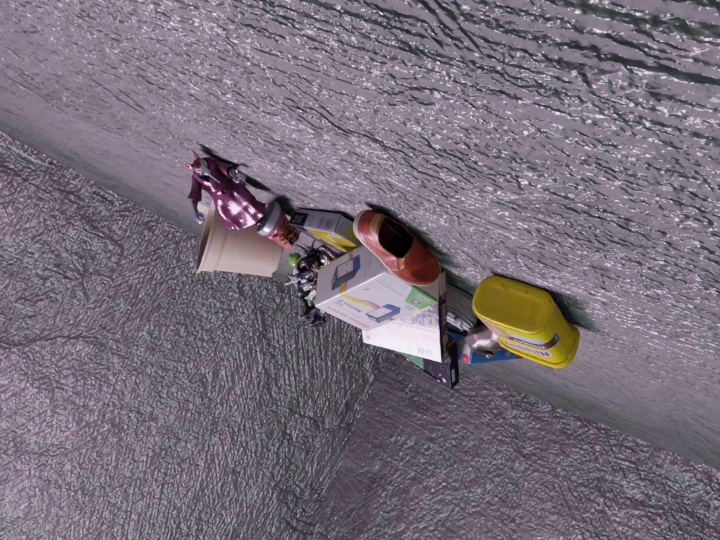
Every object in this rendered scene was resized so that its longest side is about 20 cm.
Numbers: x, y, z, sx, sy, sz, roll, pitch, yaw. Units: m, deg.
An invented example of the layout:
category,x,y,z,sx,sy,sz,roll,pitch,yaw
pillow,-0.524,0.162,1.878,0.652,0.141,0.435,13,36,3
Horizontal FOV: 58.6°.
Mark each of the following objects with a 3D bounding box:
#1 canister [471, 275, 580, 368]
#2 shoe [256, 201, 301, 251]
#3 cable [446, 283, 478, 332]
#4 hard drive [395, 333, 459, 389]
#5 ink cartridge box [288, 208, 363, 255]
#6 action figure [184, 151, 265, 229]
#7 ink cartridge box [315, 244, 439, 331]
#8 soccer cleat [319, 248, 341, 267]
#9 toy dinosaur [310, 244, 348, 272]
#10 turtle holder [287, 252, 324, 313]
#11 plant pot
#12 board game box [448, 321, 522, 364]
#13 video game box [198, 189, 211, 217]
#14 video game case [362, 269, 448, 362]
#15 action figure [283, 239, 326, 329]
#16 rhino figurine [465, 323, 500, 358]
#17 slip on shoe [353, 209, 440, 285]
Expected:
category,x,y,z,sx,sy,sz,roll,pitch,yaw
canister,0.287,0.090,1.111,0.146,0.088,0.199,19,169,35
shoe,-0.165,-0.090,1.346,0.090,0.072,0.200,34,180,-13
cable,0.168,0.070,1.422,0.196,0.071,0.199,22,172,31
hard drive,0.144,0.170,1.485,0.198,0.037,0.143,29,142,41
ink cartridge box,-0.020,-0.056,1.275,0.198,0.048,0.196,32,170,-31
action figure,-0.262,-0.167,1.228,0.201,0.131,0.152,52,-164,-48
ink cartridge box,0.030,0.027,1.194,0.144,0.090,0.197,29,143,-34
soccer cleat,0.000,-0.001,1.446,0.197,0.085,0.065,33,139,-8
toy dinosaur,-0.049,0.007,1.338,0.100,0.058,0.201,38,165,15
turtle holder,-0.124,0.008,1.785,0.132,0.138,0.188,53,-165,-44
plant pot,-0.280,-0.071,1.528,0.179,0.207,0.200,15,176,-19
board game box,0.258,0.164,1.541,0.192,0.058,0.198,2,-172,-39
video game box,-0.360,-0.149,1.730,0.178,0.048,0.200,25,173,-13
video game case,0.084,0.077,1.298,0.196,0.187,0.036,9,-156,36
action figure,-0.129,0.030,1.558,0.099,0.206,0.119,-11,154,20
rhino figurine,0.297,0.131,1.329,0.086,0.061,0.199,20,151,-26
slip on shoe,0.070,-0.032,1.052,0.199,0.076,0.060,37,163,-36
